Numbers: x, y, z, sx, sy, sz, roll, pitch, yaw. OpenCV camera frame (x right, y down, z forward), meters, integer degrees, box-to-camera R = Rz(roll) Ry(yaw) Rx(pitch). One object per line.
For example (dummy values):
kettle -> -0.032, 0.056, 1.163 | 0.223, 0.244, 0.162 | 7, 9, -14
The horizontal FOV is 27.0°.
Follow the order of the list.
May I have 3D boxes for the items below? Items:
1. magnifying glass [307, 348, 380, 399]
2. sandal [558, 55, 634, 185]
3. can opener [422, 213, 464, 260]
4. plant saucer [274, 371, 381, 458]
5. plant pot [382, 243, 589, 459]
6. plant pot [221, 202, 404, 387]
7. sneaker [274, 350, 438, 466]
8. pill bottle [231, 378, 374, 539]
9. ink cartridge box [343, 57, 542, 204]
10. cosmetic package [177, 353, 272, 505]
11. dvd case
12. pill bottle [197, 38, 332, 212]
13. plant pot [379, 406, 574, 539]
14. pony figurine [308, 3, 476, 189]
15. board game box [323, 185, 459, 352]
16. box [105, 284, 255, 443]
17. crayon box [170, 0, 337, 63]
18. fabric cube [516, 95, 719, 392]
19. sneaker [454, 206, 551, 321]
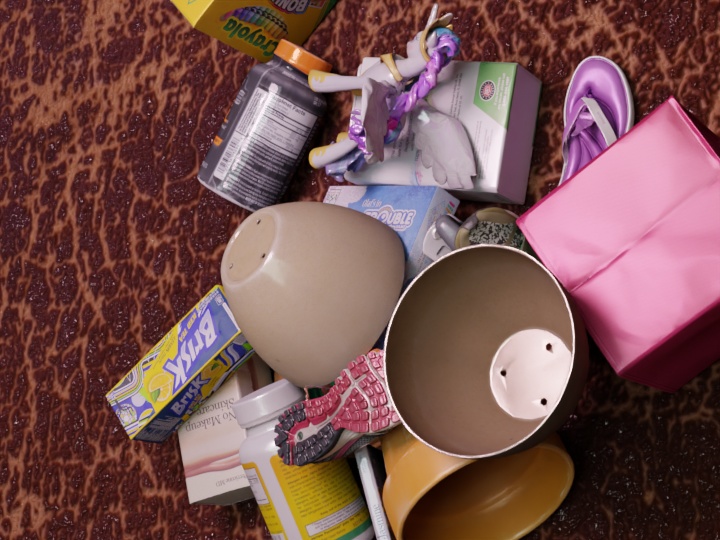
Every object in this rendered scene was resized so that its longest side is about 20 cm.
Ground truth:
magnifying glass -> -0.012, 0.126, 1.638 | 0.080, 0.022, 0.200 | 58, 154, 7
sandal -> 0.251, -0.138, 1.634 | 0.082, 0.050, 0.205 | 3, 83, 29
can opener -> 0.151, 0.012, 1.606 | 0.199, 0.067, 0.053 | 35, 102, -12
plant saucer -> -0.019, 0.117, 1.749 | 0.199, 0.037, 0.202 | -5, 80, 29
plant pot -> 0.139, 0.088, 1.442 | 0.199, 0.134, 0.202 | -9, 73, 29
plant pot -> -0.070, 0.006, 1.603 | 0.200, 0.134, 0.201 | -34, 39, 33
sneaker -> 0.000, 0.141, 1.549 | 0.199, 0.074, 0.081 | -28, 68, 33
pill bottle -> -0.070, 0.227, 1.683 | 0.112, 0.113, 0.201 | -23, 92, 24
ink cartridge box -> 0.093, -0.160, 1.705 | 0.199, 0.084, 0.146 | 7, 85, 30
cosmetic package -> -0.160, 0.171, 1.788 | 0.103, 0.087, 0.202 | -21, 73, 24
dvd case -> 0.040, 0.292, 1.628 | 0.017, 0.143, 0.202 | -18, 73, 9
pill bottle -> -0.108, -0.176, 1.806 | 0.106, 0.106, 0.201 | 31, 96, 29
plant pot -> 0.101, 0.179, 1.598 | 0.200, 0.200, 0.184 | -40, 49, 17
pony figurine -> 0.030, -0.173, 1.621 | 0.199, 0.166, 0.195 | -22, 59, 42
board game box -> 0.000, 0.000, 1.685 | 0.199, 0.043, 0.200 | 3, 65, 52
box -> -0.198, 0.109, 1.733 | 0.200, 0.064, 0.070 | -44, 63, 16
crayon box -> -0.105, -0.342, 1.777 | 0.173, 0.200, 0.058 | -50, 63, 13
fabric cube -> 0.312, -0.021, 1.498 | 0.199, 0.196, 0.201 | -40, 65, 18
sneaker -> 0.173, 0.012, 1.521 | 0.077, 0.200, 0.089 | -44, 34, 2
